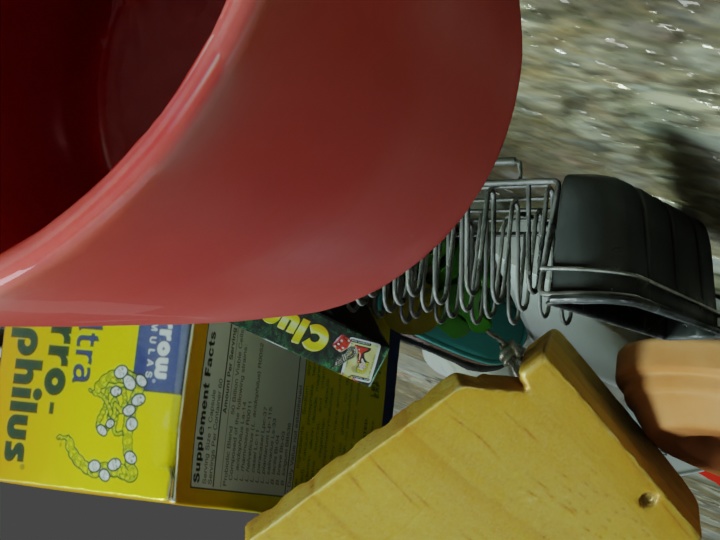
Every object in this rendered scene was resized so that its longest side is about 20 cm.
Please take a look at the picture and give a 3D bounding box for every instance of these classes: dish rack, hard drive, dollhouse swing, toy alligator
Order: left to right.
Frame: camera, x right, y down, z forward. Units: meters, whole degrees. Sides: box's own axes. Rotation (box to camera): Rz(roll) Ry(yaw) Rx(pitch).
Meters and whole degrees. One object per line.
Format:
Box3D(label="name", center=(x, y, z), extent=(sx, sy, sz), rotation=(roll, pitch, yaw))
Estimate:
Box3D(label="toy alligator", center=(0.039, -0.001, 1.079), extent=(0.199, 0.060, 0.054), rotation=(33, 128, -31))
Box3D(label="dish rack", center=(0.032, -0.006, 0.828), extent=(0.198, 0.055, 0.153), rotation=(0, 172, 24))
Box3D(label="dollhouse swing", center=(0.042, 0.108, 1.045), extent=(0.182, 0.199, 0.176), rotation=(48, -166, -24))
Box3D(label="hard drive", center=(0.138, 0.032, 1.063), extent=(0.131, 0.026, 0.200), rotation=(24, 171, 15))

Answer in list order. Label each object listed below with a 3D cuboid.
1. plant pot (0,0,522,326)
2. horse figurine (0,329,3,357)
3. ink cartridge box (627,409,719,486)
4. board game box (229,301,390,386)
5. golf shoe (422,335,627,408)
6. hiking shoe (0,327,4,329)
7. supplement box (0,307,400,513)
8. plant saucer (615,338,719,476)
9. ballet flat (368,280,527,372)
Box3D(label="plant pot", center=(-0.057, -0.072, 0.534), extent=(0.199, 0.202, 0.177), rotation=(21, -179, 30))
Box3D(label="horse figurine", center=(-0.174, 0.043, 1.132), extent=(0.132, 0.050, 0.199), rotation=(-4, -167, 45))
Box3D(label="ink cartridge box", center=(0.199, 0.132, 1.398), extent=(0.199, 0.048, 0.160), rotation=(28, 171, 1))
Box3D(label="board game box", center=(-0.049, -0.004, 0.925), extent=(0.104, 0.024, 0.200), rotation=(23, -171, -11))
Box3D(label="golf shoe", center=(0.084, 0.075, 1.261), extent=(0.075, 0.092, 0.200), rotation=(28, 173, -25))
Box3D(label="hiking shoe", center=(-0.248, -0.018, 1.107), extent=(0.100, 0.077, 0.199), rotation=(13, 178, -35))
Box3D(label="supplement box", center=(-0.076, 0.060, 1.039), extent=(0.109, 0.110, 0.200), rotation=(3, 172, 29))
Box3D(label="plant saucer", center=(0.211, 0.079, 0.975), extent=(0.198, 0.038, 0.200), rotation=(16, 168, 3))
Box3D(label="ballet flat", center=(0.000, 0.000, 1.159), extent=(0.199, 0.068, 0.068), rotation=(29, -177, -19))
